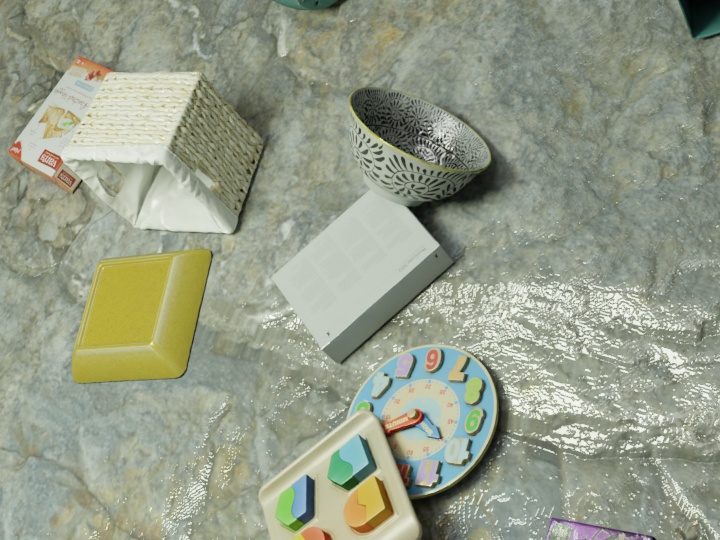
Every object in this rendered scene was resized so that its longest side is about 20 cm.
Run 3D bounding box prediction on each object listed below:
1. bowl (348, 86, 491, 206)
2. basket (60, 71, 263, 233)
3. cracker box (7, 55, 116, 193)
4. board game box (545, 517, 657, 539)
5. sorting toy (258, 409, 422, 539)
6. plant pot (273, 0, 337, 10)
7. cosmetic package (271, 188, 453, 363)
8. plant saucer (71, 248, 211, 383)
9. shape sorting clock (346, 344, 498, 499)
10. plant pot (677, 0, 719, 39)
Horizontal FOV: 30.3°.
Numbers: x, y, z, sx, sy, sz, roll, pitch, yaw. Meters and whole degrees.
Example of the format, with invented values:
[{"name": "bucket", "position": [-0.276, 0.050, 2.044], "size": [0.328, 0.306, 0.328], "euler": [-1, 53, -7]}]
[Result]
[{"name": "bowl", "position": [0.060, -0.145, 1.711], "size": [0.201, 0.200, 0.095], "euler": [50, 126, 40]}, {"name": "basket", "position": [-0.274, -0.169, 1.892], "size": [0.199, 0.198, 0.162], "euler": [5, 63, 33]}, {"name": "cracker box", "position": [-0.458, -0.236, 2.132], "size": [0.134, 0.058, 0.201], "euler": [25, 78, 39]}, {"name": "board game box", "position": [0.230, 0.364, 1.380], "size": [0.119, 0.032, 0.201], "euler": [2, 64, 37]}, {"name": "sorting toy", "position": [-0.032, 0.277, 1.533], "size": [0.185, 0.036, 0.200], "euler": [-39, 40, 12]}, {"name": "plant pot", "position": [-0.091, -0.483, 1.978], "size": [0.200, 0.201, 0.161], "euler": [-42, 62, 2]}, {"name": "cosmetic package", "position": [0.000, 0.000, 1.720], "size": [0.200, 0.052, 0.151], "euler": [-41, 48, 3]}, {"name": "plant saucer", "position": [-0.321, 0.055, 1.883], "size": [0.199, 0.048, 0.201], "euler": [-6, 61, 28]}, {"name": "shape sorting clock", "position": [0.069, 0.176, 1.580], "size": [0.199, 0.039, 0.201], "euler": [-15, 56, 23]}, {"name": "plant pot", "position": [0.455, -0.422, 1.645], "size": [0.140, 0.141, 0.201], "euler": [-13, 49, 24]}]
